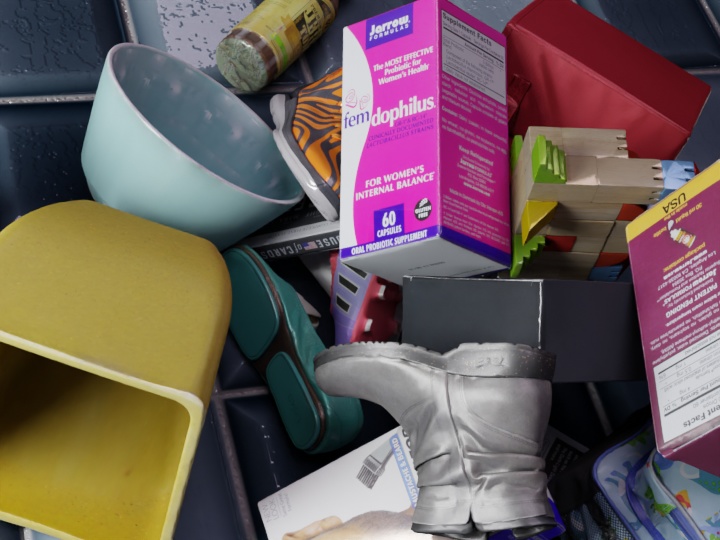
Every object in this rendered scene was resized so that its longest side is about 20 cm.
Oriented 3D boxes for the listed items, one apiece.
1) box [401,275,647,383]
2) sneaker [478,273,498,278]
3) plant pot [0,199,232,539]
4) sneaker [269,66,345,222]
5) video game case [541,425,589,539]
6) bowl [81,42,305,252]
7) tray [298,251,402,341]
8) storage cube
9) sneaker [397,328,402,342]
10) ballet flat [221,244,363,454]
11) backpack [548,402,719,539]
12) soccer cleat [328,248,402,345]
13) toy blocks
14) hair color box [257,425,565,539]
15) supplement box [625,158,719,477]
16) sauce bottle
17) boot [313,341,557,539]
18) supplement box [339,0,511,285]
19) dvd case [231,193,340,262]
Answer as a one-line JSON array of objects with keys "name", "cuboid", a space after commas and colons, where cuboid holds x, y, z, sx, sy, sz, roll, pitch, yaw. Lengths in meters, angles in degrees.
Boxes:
[{"name": "box", "cuboid": [0.148, 0.044, 1.090, 0.199, 0.140, 0.080, 3, 87, -43]}, {"name": "sneaker", "cuboid": [0.168, 0.009, 1.265, 0.199, 0.072, 0.083, 37, 50, 13]}, {"name": "plant pot", "cuboid": [-0.192, 0.062, 1.052, 0.194, 0.195, 0.201, 19, 41, 0]}, {"name": "sneaker", "cuboid": [-0.012, -0.124, 1.199, 0.111, 0.078, 0.201, -30, 34, 7]}, {"name": "video game case", "cuboid": [0.128, 0.207, 1.132, 0.181, 0.023, 0.200, 30, 50, 9]}, {"name": "bowl", "cuboid": [-0.155, -0.087, 1.197, 0.200, 0.105, 0.201, 36, 20, -15]}, {"name": "tray", "cuboid": [0.014, -0.006, 1.265, 0.107, 0.022, 0.200, -25, 63, -31]}, {"name": "storage cube", "cuboid": [0.185, -0.120, 1.269, 0.179, 0.172, 0.200, 32, 27, 5]}, {"name": "sneaker", "cuboid": [0.077, 0.106, 1.147, 0.078, 0.076, 0.201, 1, 56, -20]}, {"name": "ballet flat", "cuboid": [-0.055, 0.065, 1.172, 0.070, 0.067, 0.201, 3, 48, -44]}, {"name": "backpack", "cuboid": [0.262, 0.201, 1.076, 0.182, 0.147, 0.201, -28, 83, -36]}, {"name": "soccer cleat", "cuboid": [0.000, 0.000, 1.210, 0.076, 0.067, 0.201, 1, 52, 19]}, {"name": "toy blocks", "cuboid": [0.186, -0.048, 1.124, 0.135, 0.200, 0.101, 2, 62, -5]}, {"name": "hair color box", "cuboid": [0.034, 0.178, 1.031, 0.199, 0.065, 0.110, -31, 57, 14]}, {"name": "supplement box", "cuboid": [0.277, 0.044, 1.012, 0.130, 0.103, 0.201, 24, 47, -30]}, {"name": "sauce bottle", "cuboid": [-0.064, -0.253, 1.406, 0.064, 0.065, 0.200, 32, 53, 10]}, {"name": "boot", "cuboid": [0.043, 0.118, 0.979, 0.070, 0.199, 0.133, 15, 76, -49]}, {"name": "supplement box", "cuboid": [0.052, -0.100, 1.133, 0.103, 0.101, 0.202, 21, 63, -47]}, {"name": "dvd case", "cuboid": [-0.021, -0.091, 1.256, 0.149, 0.025, 0.201, -11, 39, 30]}]
